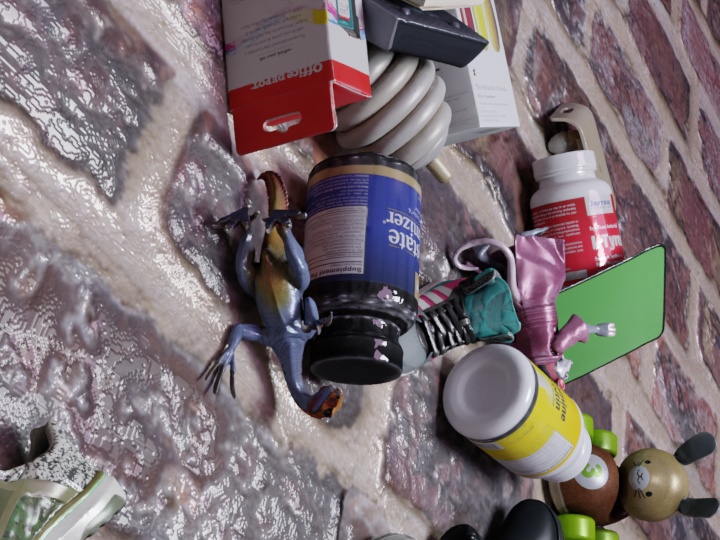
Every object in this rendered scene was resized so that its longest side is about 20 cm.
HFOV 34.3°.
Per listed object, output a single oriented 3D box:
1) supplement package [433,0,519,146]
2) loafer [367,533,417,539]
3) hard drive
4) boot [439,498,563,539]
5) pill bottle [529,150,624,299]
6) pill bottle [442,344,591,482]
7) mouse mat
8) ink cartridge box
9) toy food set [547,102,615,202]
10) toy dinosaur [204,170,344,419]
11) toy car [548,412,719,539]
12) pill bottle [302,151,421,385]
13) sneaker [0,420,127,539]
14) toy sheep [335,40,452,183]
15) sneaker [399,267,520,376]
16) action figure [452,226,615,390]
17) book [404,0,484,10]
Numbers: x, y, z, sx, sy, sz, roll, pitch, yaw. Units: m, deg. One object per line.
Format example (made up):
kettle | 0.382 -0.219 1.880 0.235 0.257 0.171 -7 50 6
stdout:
supplement package | 0.092 -0.247 1.322 0.114 0.109 0.200 -13 91 -59
loafer | 0.004 0.284 1.046 0.200 0.070 0.070 -23 99 -58
hard drive | 0.021 -0.260 1.151 0.135 0.200 0.042 4 119 -40
boot | 0.148 0.310 1.258 0.168 0.076 0.200 51 47 -42
pill bottle | 0.290 -0.055 1.572 0.112 0.112 0.200 -6 85 -58
pill bottle | 0.186 0.171 1.333 0.200 0.112 0.112 40 48 -45
mouse mat | 0.321 0.062 1.527 0.200 0.008 0.161 -24 128 -20
ink cartridge box | -0.059 -0.206 1.065 0.067 0.116 0.200 10 73 -57
toy food set | 0.324 -0.143 1.719 0.144 0.060 0.200 -44 119 -67
toy dinosaur | -0.054 0.031 1.017 0.200 0.105 0.182 -62 140 -53
toy car | 0.353 0.268 1.482 0.158 0.200 0.164 35 52 -48
pill bottle | 0.000 0.000 1.095 0.112 0.112 0.200 31 55 -50
sneaker | -0.235 0.159 0.727 0.089 0.077 0.200 60 29 -5
toy sheep | 0.029 -0.167 1.182 0.200 0.138 0.138 43 43 -17
sneaker | 0.104 0.054 1.232 0.200 0.121 0.084 -36 111 -56
action figure | 0.211 0.050 1.385 0.149 0.134 0.200 2 72 -61
book | 0.017 -0.316 1.165 0.134 0.200 0.048 -17 132 -60
